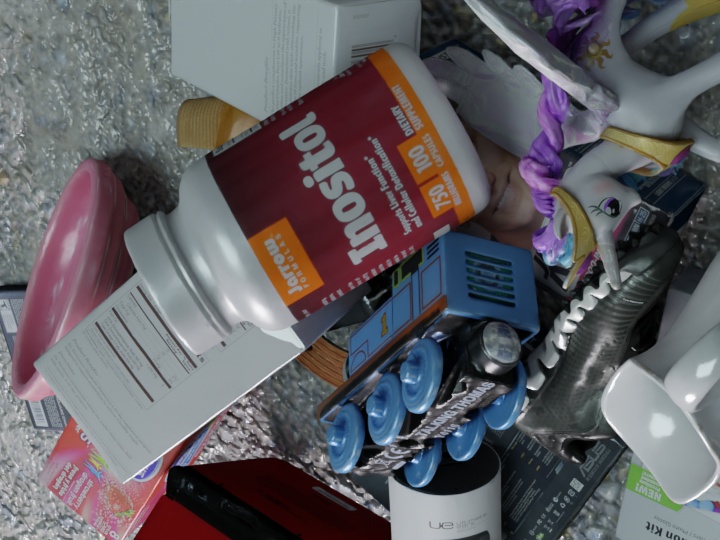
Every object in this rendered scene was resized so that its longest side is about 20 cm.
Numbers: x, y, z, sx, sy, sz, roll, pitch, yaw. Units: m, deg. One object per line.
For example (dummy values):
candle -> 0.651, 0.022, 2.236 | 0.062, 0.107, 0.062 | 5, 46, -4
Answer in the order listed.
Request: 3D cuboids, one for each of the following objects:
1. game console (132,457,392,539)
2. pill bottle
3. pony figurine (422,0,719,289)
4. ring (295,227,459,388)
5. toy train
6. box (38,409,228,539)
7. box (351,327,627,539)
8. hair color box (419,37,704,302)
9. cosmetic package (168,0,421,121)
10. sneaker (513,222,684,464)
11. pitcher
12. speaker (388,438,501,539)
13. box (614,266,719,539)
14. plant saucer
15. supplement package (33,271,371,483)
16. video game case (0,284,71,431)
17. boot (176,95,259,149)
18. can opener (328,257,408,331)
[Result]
game console -> -0.076, 0.237, 1.072 | 0.199, 0.171, 0.120 | 22, 105, 44
pill bottle -> -0.032, -0.037, 0.818 | 0.199, 0.113, 0.114 | -31, 92, 0
pony figurine -> 0.133, -0.111, 0.788 | 0.193, 0.200, 0.167 | 46, 174, 16
ring -> -0.002, 0.001, 0.977 | 0.199, 0.019, 0.203 | 17, 123, 27
toy train -> 0.041, 0.062, 0.896 | 0.200, 0.086, 0.115 | 134, 143, -52
box -> -0.173, 0.117, 1.156 | 0.095, 0.100, 0.201 | 38, 121, 7
box -> 0.095, 0.130, 1.018 | 0.157, 0.051, 0.201 | 38, 129, 15
hair color box -> 0.112, -0.057, 0.913 | 0.199, 0.060, 0.101 | 34, 127, 19
cosmetic package -> -0.049, -0.157, 0.938 | 0.199, 0.073, 0.103 | 34, 128, 45
sneaker -> 0.156, 0.052, 0.856 | 0.090, 0.066, 0.201 | 40, 135, 8
pitcher -> 0.234, 0.025, 0.749 | 0.122, 0.199, 0.172 | 52, 170, 16
speaker -> 0.062, 0.221, 1.000 | 0.080, 0.081, 0.202 | 13, 118, 31
box -> 0.257, 0.116, 0.902 | 0.155, 0.041, 0.202 | 22, 123, 27
plant saucer -> -0.230, 0.011, 1.136 | 0.050, 0.202, 0.201 | 18, 132, -21
supplement package -> -0.110, 0.039, 0.969 | 0.199, 0.114, 0.110 | -37, 92, 33
video game case -> -0.245, 0.081, 1.262 | 0.198, 0.019, 0.144 | -2, 110, 35
boot -> -0.067, -0.037, 1.045 | 0.143, 0.071, 0.204 | 6, 110, 34
can opener -> 0.000, 0.000, 1.024 | 0.199, 0.053, 0.067 | -18, 103, 40
